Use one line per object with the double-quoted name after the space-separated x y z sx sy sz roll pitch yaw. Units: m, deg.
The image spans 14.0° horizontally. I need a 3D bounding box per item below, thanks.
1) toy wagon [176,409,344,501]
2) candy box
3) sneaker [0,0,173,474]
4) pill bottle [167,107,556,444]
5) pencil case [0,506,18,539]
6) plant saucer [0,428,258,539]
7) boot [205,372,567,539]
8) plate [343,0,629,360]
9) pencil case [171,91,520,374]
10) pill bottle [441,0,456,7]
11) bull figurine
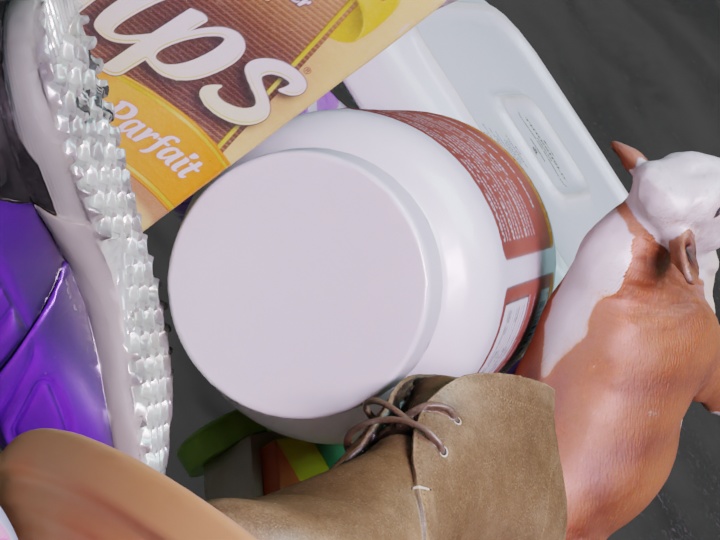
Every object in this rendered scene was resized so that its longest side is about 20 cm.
-0.006 0.117 1.019 0.155 0.040 0.200 59 19 11 "toy wagon"
-0.084 -0.077 0.913 0.115 0.200 0.055 47 20 -20 "candy box"
-0.116 0.007 0.889 0.070 0.099 0.200 -86 168 -59 "sneaker"
0.000 0.000 1.005 0.112 0.112 0.200 57 11 5 "pill bottle"
-0.132 0.062 0.746 0.200 0.083 0.091 67 10 29 "pencil case"
-0.034 0.127 0.797 0.200 0.037 0.200 37 -23 19 "plant saucer"
0.004 0.066 0.880 0.200 0.074 0.076 4 92 -61 "boot"
0.065 -0.043 1.215 0.200 0.032 0.200 58 19 7 "plate"
0.006 0.000 1.183 0.200 0.084 0.085 46 -17 -30 "pencil case"
0.008 -0.148 1.063 0.114 0.200 0.114 59 16 -28 "pill bottle"
0.094 0.049 1.046 0.065 0.200 0.121 32 0 44 "bull figurine"
